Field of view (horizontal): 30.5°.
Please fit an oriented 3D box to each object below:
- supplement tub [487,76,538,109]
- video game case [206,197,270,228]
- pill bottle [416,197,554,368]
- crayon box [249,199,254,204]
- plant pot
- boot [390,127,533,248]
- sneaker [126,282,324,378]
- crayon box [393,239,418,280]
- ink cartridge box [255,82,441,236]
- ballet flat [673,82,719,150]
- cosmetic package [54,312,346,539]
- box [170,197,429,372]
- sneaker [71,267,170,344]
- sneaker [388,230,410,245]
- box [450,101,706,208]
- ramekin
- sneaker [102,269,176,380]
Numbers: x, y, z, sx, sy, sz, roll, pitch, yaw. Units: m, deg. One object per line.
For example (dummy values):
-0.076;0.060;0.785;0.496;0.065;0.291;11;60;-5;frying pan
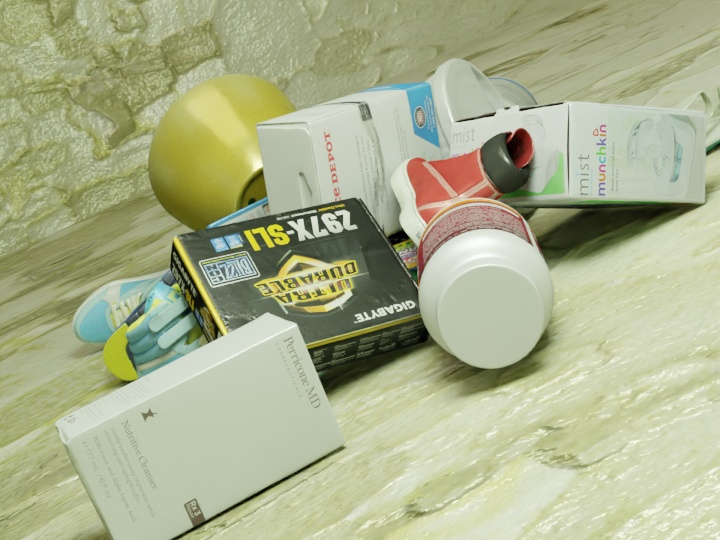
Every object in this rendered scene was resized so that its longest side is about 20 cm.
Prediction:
0.171;-0.176;1.730;0.131;0.133;0.200;-19;12;15;supplement tub
-0.055;-0.026;1.472;0.199;0.144;0.018;-27;5;-21;video game case
0.104;0.011;1.119;0.112;0.114;0.200;-21;12;7;pill bottle
-0.133;-0.060;1.765;0.058;0.119;0.200;-25;13;-15;crayon box
-0.128;-0.110;1.533;0.199;0.201;0.142;-26;38;-18;plant pot
0.105;-0.096;1.299;0.144;0.072;0.200;-40;18;10;boot
-0.132;0.063;1.234;0.199;0.131;0.080;-16;14;15;sneaker
0.058;0.009;1.331;0.199;0.059;0.119;-20;13;10;crayon box
-0.006;-0.108;1.399;0.084;0.146;0.199;4;19;42;ink cartridge box
0.408;-0.180;1.493;0.199;0.070;0.069;-27;13;-20;ballet flat
-0.125;0.128;1.042;0.199;0.113;0.081;-28;13;-15;cosmetic package
-0.055;0.018;1.210;0.199;0.050;0.160;-13;50;-26;box
-0.285;0.050;1.704;0.199;0.080;0.131;-23;11;-1;sneaker
0.000;0.000;1.451;0.198;0.081;0.074;-7;17;-15;sneaker
0.216;-0.114;1.334;0.175;0.098;0.200;-1;1;-30;box
0.119;-0.139;1.545;0.094;0.203;0.202;-28;9;28;ramekin
-0.223;0.046;1.558;0.200;0.074;0.082;-40;4;-9;sneaker
